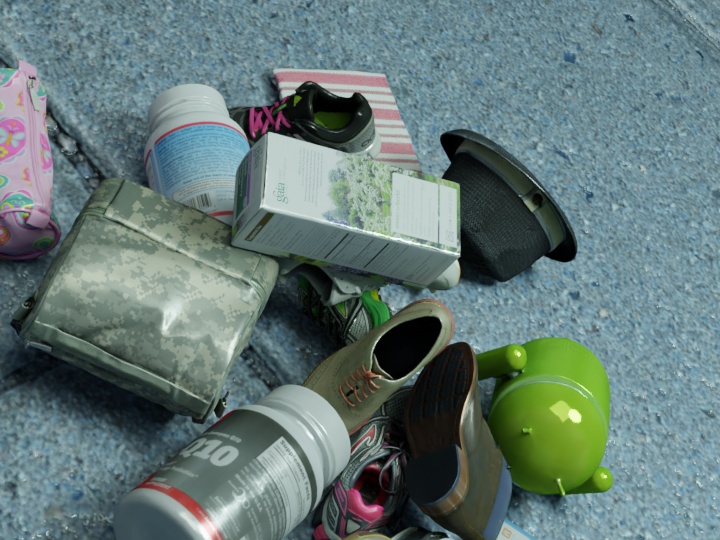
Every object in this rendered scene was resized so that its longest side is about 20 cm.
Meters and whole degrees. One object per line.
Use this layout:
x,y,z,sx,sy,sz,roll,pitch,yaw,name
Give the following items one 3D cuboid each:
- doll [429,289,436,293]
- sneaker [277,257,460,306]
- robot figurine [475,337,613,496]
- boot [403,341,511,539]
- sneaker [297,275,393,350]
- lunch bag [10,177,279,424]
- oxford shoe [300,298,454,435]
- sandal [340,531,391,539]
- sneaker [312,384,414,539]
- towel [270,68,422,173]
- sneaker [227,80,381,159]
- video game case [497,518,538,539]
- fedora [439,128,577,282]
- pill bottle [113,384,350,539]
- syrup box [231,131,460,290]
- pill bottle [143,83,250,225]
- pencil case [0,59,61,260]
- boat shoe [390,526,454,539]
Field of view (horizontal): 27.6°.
0.017,-0.061,1.540,0.200,0.048,0.137,40,22,-8,doll
0.000,0.000,1.416,0.199,0.076,0.092,16,65,-15,sneaker
0.184,0.139,1.425,0.176,0.115,0.200,55,20,-12,robot figurine
0.092,0.163,1.346,0.097,0.074,0.200,53,32,-32,boot
-0.021,0.047,1.456,0.085,0.078,0.200,3,42,-18,sneaker
-0.192,0.034,1.313,0.199,0.140,0.168,27,38,-7,lunch bag
0.000,0.096,1.341,0.070,0.200,0.075,47,3,4,oxford shoe
0.037,0.293,1.206,0.080,0.054,0.200,-42,116,-24,sandal
0.026,0.179,1.356,0.080,0.075,0.200,30,43,-2,sneaker
-0.016,-0.151,1.657,0.146,0.030,0.201,1,52,-25,towel
-0.075,-0.161,1.564,0.199,0.088,0.074,2,54,-2,sneaker
0.177,0.326,1.350,0.200,0.018,0.143,33,45,1,video game case
0.139,-0.057,1.588,0.200,0.201,0.092,42,79,10,fedora
-0.104,0.186,1.249,0.114,0.114,0.200,42,45,10,pill bottle
-0.013,-0.052,1.335,0.199,0.081,0.079,13,61,-21,syrup box
-0.156,-0.086,1.462,0.108,0.109,0.201,3,52,-27,pill bottle
-0.334,-0.107,1.399,0.087,0.088,0.201,6,51,-25,pencil case
0.006,0.292,1.258,0.200,0.076,0.060,-29,30,-32,boat shoe
